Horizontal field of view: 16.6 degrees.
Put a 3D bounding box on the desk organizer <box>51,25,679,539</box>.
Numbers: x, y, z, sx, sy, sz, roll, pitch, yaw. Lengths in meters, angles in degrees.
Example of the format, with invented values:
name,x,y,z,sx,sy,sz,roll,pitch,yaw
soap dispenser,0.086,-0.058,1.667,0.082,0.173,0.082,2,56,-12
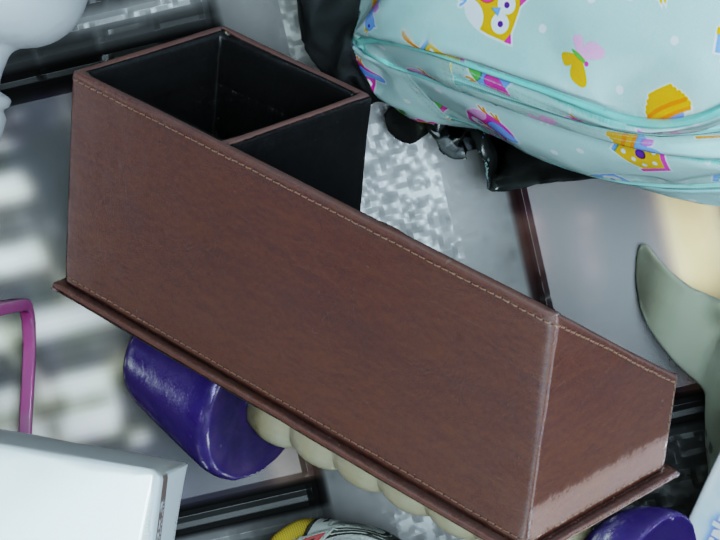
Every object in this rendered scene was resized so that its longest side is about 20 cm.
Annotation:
name,x,y,z,sx,sy,sz,roll,pitch,yaw
desk organizer,0.000,0.000,0.737,0.200,0.072,0.077,28,125,35

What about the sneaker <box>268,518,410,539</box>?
name,x,y,z,sx,sy,sz,roll,pitch,yaw
sneaker,-0.026,0.174,0.815,0.082,0.078,0.201,27,97,27

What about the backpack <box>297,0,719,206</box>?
name,x,y,z,sx,sy,sz,roll,pitch,yaw
backpack,0.086,-0.091,0.737,0.200,0.126,0.168,24,97,34

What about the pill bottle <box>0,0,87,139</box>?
name,x,y,z,sx,sy,sz,roll,pitch,yaw
pill bottle,-0.133,-0.133,0.775,0.119,0.120,0.201,16,92,1

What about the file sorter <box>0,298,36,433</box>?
name,x,y,z,sx,sy,sz,roll,pitch,yaw
file sorter,-0.206,0.063,0.773,0.199,0.139,0.126,3,91,1

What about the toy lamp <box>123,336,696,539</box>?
name,x,y,z,sx,sy,sz,roll,pitch,yaw
toy lamp,0.007,0.061,0.770,0.200,0.058,0.058,26,93,34

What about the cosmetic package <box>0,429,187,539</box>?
name,x,y,z,sx,sy,sz,roll,pitch,yaw
cosmetic package,-0.153,0.089,0.665,0.199,0.081,0.113,11,88,0

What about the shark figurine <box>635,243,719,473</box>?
name,x,y,z,sx,sy,sz,roll,pitch,yaw
shark figurine,0.173,0.001,0.785,0.215,0.089,0.128,-57,47,35

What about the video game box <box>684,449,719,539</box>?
name,x,y,z,sx,sy,sz,roll,pitch,yaw
video game box,0.166,0.152,0.753,0.182,0.047,0.201,28,122,12
